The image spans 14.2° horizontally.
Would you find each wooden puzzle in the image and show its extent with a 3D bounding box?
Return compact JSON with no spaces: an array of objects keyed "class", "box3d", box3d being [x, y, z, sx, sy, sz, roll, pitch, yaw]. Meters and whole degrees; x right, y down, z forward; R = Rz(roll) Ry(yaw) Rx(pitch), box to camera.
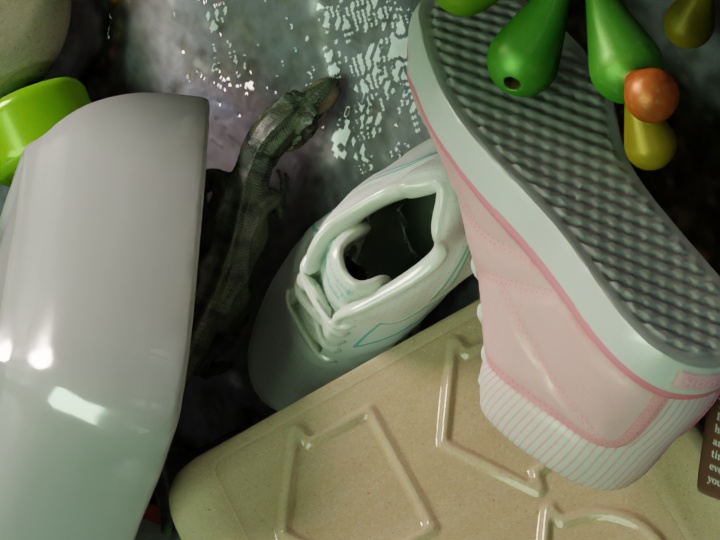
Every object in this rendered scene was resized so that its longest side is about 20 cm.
[{"class":"wooden puzzle","box3d":[0.045,0.111,1.116,0.200,0.046,0.186,-32,58,3]}]

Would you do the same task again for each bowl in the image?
[{"class":"bowl","box3d":[-0.126,0.038,1.219,0.200,0.074,0.200,115,164,-48]}]

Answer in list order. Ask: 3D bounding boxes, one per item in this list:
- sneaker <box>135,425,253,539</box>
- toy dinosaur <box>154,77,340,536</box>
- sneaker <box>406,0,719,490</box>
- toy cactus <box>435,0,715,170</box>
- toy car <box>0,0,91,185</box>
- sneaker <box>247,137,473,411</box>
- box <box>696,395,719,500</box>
[{"class":"sneaker","box3d":[-0.052,0.106,1.278,0.077,0.082,0.200,52,159,-20]},{"class":"toy dinosaur","box3d":[-0.062,0.009,1.223,0.088,0.047,0.201,-172,99,-81]},{"class":"sneaker","box3d":[0.062,-0.007,1.068,0.201,0.075,0.105,60,144,31]},{"class":"toy cactus","box3d":[0.088,-0.137,1.020,0.199,0.102,0.165,29,96,-5]},{"class":"toy car","box3d":[-0.220,-0.091,1.334,0.165,0.157,0.200,67,163,7]},{"class":"sneaker","box3d":[0.000,0.000,1.177,0.071,0.080,0.200,54,134,10]},{"class":"box","box3d":[0.186,-0.003,1.014,0.100,0.075,0.201,23,121,35]}]
